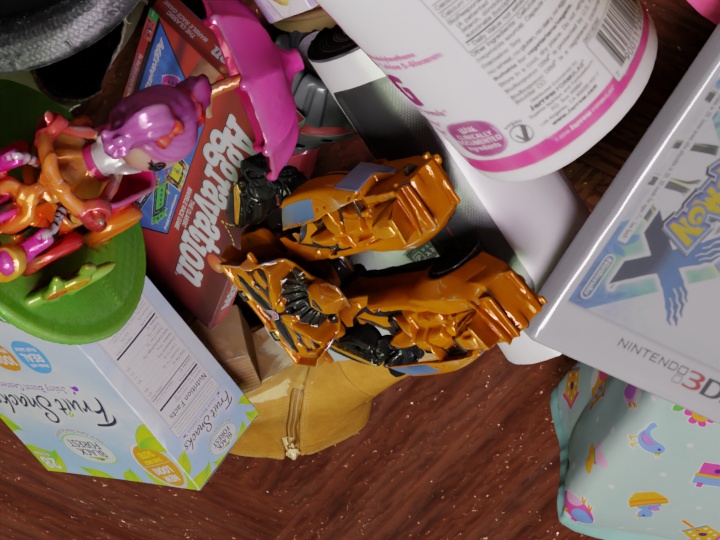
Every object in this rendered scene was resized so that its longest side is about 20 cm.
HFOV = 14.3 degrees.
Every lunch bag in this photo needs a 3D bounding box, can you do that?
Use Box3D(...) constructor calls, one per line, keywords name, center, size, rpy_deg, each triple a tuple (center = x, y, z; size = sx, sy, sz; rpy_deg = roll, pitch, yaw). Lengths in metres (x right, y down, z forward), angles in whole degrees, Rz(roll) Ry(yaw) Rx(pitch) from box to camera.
Box3D(name="lunch bag", center=(0.230, 0.087, 1.620), size=(0.199, 0.122, 0.171), rpy_deg=(17, 138, -17))

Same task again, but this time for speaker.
Box3D(name="speaker", center=(0.059, -0.051, 1.462), size=(0.081, 0.081, 0.200), rpy_deg=(-20, 114, 33))

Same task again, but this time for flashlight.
Box3D(name="flashlight", center=(-0.032, -0.058, 1.566), size=(0.068, 0.068, 0.200), rpy_deg=(-1, 143, -15))

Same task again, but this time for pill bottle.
Box3D(name="pill bottle", center=(0.038, -0.144, 1.326), size=(0.113, 0.114, 0.200), rpy_deg=(-22, 126, 34))

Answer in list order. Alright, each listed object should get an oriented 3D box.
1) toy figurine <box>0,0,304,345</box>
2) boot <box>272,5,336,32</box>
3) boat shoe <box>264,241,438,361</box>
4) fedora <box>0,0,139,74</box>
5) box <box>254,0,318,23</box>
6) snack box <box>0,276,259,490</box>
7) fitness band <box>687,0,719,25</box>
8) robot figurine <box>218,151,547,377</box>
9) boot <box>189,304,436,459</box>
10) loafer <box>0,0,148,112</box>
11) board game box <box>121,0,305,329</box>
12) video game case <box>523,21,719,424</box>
Box3D(name="toy figurine", center=(-0.117, -0.062, 1.388), size=(0.184, 0.200, 0.151), rpy_deg=(-31, 87, 34))
Box3D(name="boot", center=(-0.025, -0.223, 1.381), size=(0.175, 0.066, 0.200), rpy_deg=(-23, 127, 26))
Box3D(name="boat shoe", center=(0.030, -0.020, 1.571), size=(0.200, 0.064, 0.071), rpy_deg=(-35, 109, 27))
Box3D(name="fedora", center=(-0.172, -0.177, 1.423), size=(0.200, 0.202, 0.092), rpy_deg=(-2, 169, 18))
Box3D(name="box", center=(-0.076, -0.210, 1.349), size=(0.041, 0.039, 0.200), rpy_deg=(-12, 116, 53))
Box3D(name="snack box", center=(-0.177, 0.033, 1.644), size=(0.168, 0.068, 0.200), rpy_deg=(0, 136, 53))
Box3D(name="fitness band", center=(0.246, -0.163, 1.391), size=(0.199, 0.038, 0.144), rpy_deg=(8, 139, 5))
Box3D(name="robot figurine", center=(0.000, 0.000, 1.457), size=(0.145, 0.058, 0.200), rpy_deg=(53, 150, -16))
Box3D(name="boot", center=(-0.002, 0.055, 1.699), size=(0.200, 0.071, 0.144), rpy_deg=(-10, 153, 6))
Box3D(name="loafer", center=(-0.171, -0.119, 1.528), size=(0.075, 0.070, 0.200), rpy_deg=(27, 138, -15))
Box3D(name="board game box", center=(-0.093, -0.056, 1.569), size=(0.103, 0.019, 0.200), rpy_deg=(42, 147, 12))
Box3D(name="video game case", center=(0.204, -0.018, 1.448), size=(0.182, 0.022, 0.200), rpy_deg=(24, 107, -31))
